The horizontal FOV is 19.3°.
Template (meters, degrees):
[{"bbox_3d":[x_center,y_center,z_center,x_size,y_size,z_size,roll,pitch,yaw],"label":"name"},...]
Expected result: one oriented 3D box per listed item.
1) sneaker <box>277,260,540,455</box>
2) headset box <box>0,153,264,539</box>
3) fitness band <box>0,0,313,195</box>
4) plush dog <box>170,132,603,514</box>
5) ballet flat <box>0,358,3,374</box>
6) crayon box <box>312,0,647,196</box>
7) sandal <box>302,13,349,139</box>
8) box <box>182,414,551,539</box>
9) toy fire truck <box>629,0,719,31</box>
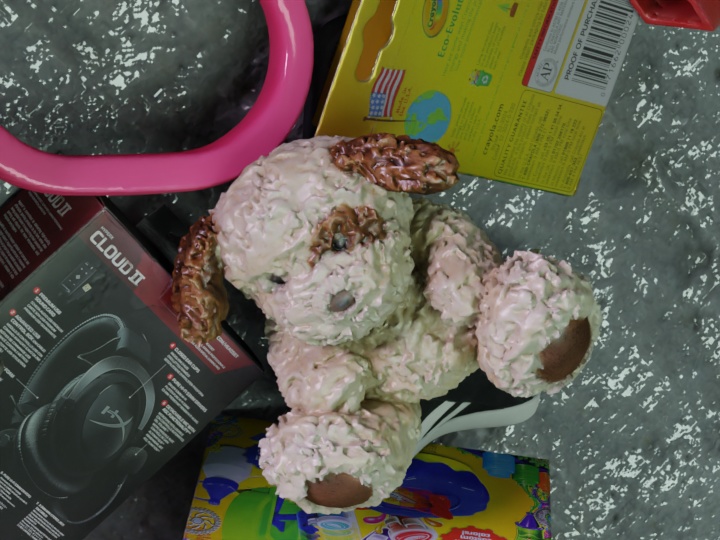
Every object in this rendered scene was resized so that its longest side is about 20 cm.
[{"bbox_3d":[0.035,0.040,1.217,0.200,0.073,0.112,-13,121,-45],"label":"sneaker"},{"bbox_3d":[-0.161,0.049,1.126,0.200,0.077,0.149,-44,128,-2],"label":"headset box"},{"bbox_3d":[-0.118,-0.110,1.056,0.199,0.037,0.144,-3,93,-26],"label":"fitness band"},{"bbox_3d":[0.000,0.000,1.089,0.200,0.161,0.172,-32,126,15],"label":"plush dog"},{"bbox_3d":[-0.271,0.068,1.032,0.199,0.067,0.064,-2,109,1],"label":"ballet flat"},{"bbox_3d":[0.056,-0.119,1.138,0.200,0.051,0.127,10,104,-43],"label":"crayon box"},{"bbox_3d":[-0.013,-0.046,1.181,0.076,0.043,0.201,-2,110,-36],"label":"sandal"},{"bbox_3d":[0.000,0.190,1.170,0.199,0.193,0.122,7,116,0],"label":"box"},{"bbox_3d":[0.171,-0.245,1.129,0.141,0.049,0.200,-51,131,-25],"label":"toy fire truck"}]
